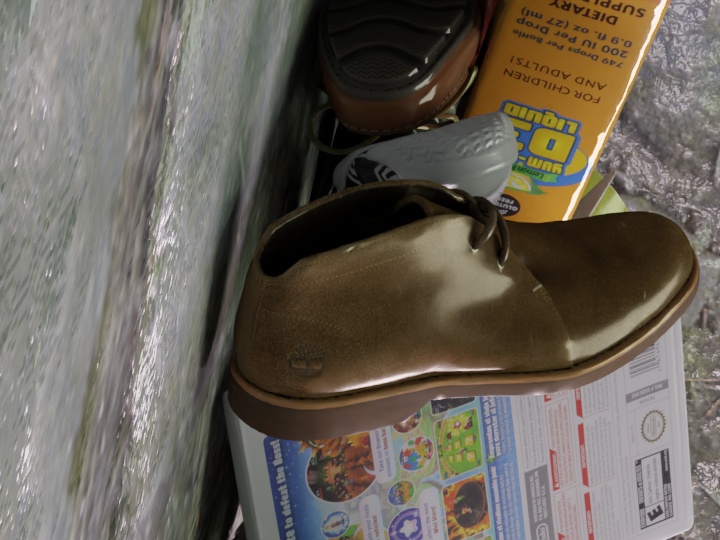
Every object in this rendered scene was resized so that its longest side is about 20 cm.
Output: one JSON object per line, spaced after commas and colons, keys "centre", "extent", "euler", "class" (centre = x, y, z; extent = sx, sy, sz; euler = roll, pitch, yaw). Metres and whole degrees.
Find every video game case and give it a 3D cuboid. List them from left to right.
{"centre": [0.046, 0.080, 1.007], "extent": [0.018, 0.200, 0.143], "euler": [44, -33, 53], "class": "video game case"}

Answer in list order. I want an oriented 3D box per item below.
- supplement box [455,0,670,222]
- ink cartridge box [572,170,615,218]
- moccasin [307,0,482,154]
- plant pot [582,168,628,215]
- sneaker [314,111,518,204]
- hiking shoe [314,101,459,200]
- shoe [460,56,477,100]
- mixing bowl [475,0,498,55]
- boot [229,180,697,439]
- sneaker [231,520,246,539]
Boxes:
{"centre": [0.085, -0.091, 1.050], "extent": [0.200, 0.066, 0.069], "euler": [108, -2, -53], "class": "supplement box"}
{"centre": [0.103, 0.057, 1.287], "extent": [0.200, 0.067, 0.116], "euler": [-64, -172, -25], "class": "ink cartridge box"}
{"centre": [0.014, -0.092, 1.058], "extent": [0.201, 0.074, 0.078], "euler": [-97, -172, -70], "class": "moccasin"}
{"centre": [0.083, 0.025, 1.815], "extent": [0.200, 0.187, 0.187], "euler": [-58, 165, -34], "class": "plant pot"}
{"centre": [0.031, 0.007, 1.022], "extent": [0.200, 0.075, 0.115], "euler": [141, -69, -71], "class": "sneaker"}
{"centre": [0.000, 0.000, 1.197], "extent": [0.101, 0.076, 0.200], "euler": [-48, 145, -60], "class": "hiking shoe"}
{"centre": [0.096, -0.143, 1.265], "extent": [0.070, 0.053, 0.200], "euler": [38, 57, -48], "class": "shoe"}
{"centre": [0.093, -0.206, 1.128], "extent": [0.200, 0.108, 0.200], "euler": [-8, 90, -90], "class": "mixing bowl"}
{"centre": [0.046, 0.001, 0.907], "extent": [0.074, 0.200, 0.076], "euler": [42, -42, 47], "class": "boot"}
{"centre": [-0.004, 0.102, 1.119], "extent": [0.091, 0.078, 0.200], "euler": [-48, -159, 29], "class": "sneaker"}
